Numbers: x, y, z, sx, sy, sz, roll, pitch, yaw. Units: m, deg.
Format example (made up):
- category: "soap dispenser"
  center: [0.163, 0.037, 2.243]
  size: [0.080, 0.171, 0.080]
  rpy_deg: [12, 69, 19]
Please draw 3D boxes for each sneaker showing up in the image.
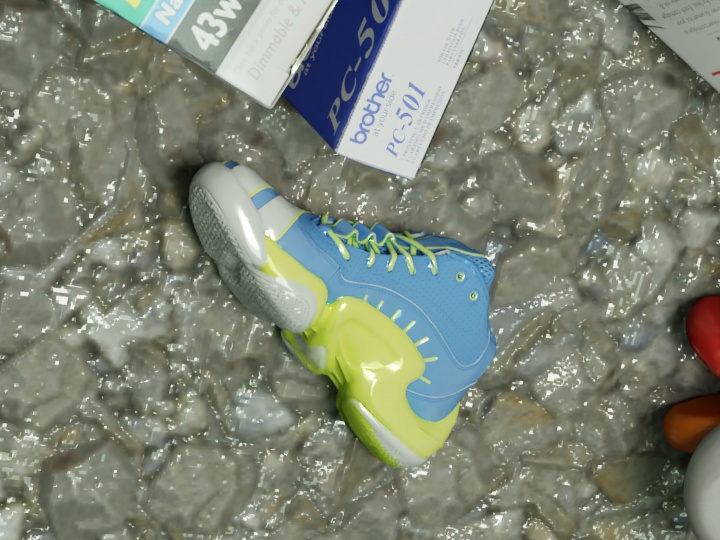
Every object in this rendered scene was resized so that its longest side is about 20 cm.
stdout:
- category: "sneaker"
  center: [0.000, 0.000, 1.023]
  size: [0.105, 0.076, 0.200]
  rpy_deg: [-43, 125, -12]

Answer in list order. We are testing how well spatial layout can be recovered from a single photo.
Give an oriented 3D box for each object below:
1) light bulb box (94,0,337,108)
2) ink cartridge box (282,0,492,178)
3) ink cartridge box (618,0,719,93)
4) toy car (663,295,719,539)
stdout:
- category: "light bulb box"
  center: [-0.057, -0.200, 0.845]
  size: [0.124, 0.200, 0.199]
  rpy_deg: [29, 99, -26]
- category: "ink cartridge box"
  center: [0.032, -0.151, 0.945]
  size: [0.044, 0.094, 0.201]
  rpy_deg: [18, 103, -24]
- category: "ink cartridge box"
  center: [0.177, -0.146, 0.967]
  size: [0.200, 0.116, 0.067]
  rpy_deg: [40, 71, -15]
- category: "toy car"
  center: [0.243, 0.054, 1.078]
  size: [0.200, 0.175, 0.151]
  rpy_deg: [-38, 77, 30]
